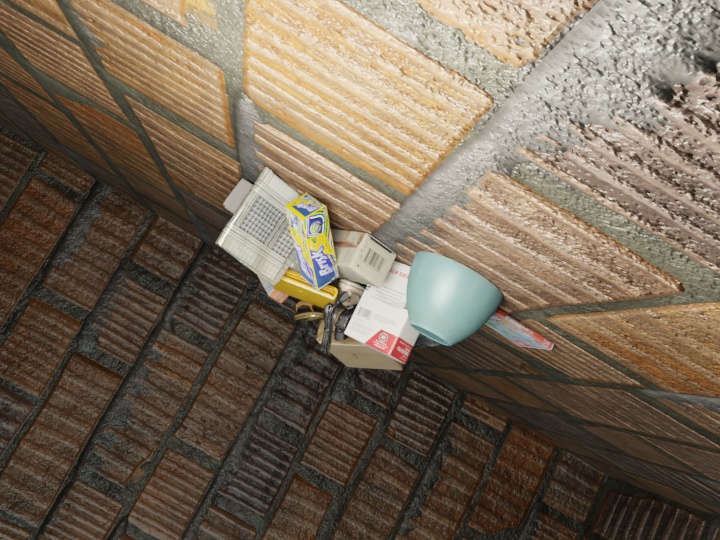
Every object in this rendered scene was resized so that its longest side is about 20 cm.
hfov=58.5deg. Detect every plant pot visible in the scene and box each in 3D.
[{"bbox_3d":[0.170,0.071,1.301,0.198,0.136,0.200,28,171,5],"label":"plant pot"}]

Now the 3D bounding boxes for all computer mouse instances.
[{"bbox_3d":[-0.036,0.099,1.510,0.046,0.143,0.199,23,-152,28],"label":"computer mouse"}]

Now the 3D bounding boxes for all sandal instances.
[{"bbox_3d":[-0.138,0.101,1.702,0.079,0.055,0.200,-2,-176,-8],"label":"sandal"}]

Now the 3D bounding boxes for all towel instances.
[{"bbox_3d":[-0.187,-0.086,1.365,0.034,0.194,0.200,27,171,43],"label":"towel"}]

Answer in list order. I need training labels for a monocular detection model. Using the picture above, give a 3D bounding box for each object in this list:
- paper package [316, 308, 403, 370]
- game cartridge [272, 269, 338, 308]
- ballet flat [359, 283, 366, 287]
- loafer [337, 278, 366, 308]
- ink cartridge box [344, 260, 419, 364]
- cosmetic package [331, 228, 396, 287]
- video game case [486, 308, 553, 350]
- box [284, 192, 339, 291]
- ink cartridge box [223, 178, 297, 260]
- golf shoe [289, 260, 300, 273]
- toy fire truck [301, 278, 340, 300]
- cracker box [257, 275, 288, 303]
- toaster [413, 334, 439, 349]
[{"bbox_3d":[0.011,0.187,1.740,0.188,0.105,0.200,1,153,25],"label":"paper package"},{"bbox_3d":[-0.137,0.045,1.558,0.174,0.033,0.200,21,169,2],"label":"game cartridge"},{"bbox_3d":[0.000,0.000,1.630,0.199,0.068,0.068,35,175,-26],"label":"ballet flat"},{"bbox_3d":[-0.021,0.066,1.590,0.071,0.064,0.200,21,175,9],"label":"loafer"},{"bbox_3d":[0.075,0.090,1.484,0.143,0.202,0.084,21,171,39],"label":"ink cartridge box"},{"bbox_3d":[-0.022,-0.033,1.467,0.103,0.088,0.199,33,169,-32],"label":"cosmetic package"},{"bbox_3d":[0.323,0.121,1.460,0.198,0.018,0.143,31,170,-12],"label":"video game case"},{"bbox_3d":[-0.101,-0.057,1.363,0.070,0.064,0.202,37,150,38],"label":"box"},{"bbox_3d":[-0.208,-0.117,1.503,0.199,0.086,0.146,35,177,43],"label":"ink cartridge box"},{"bbox_3d":[-0.115,-0.005,1.610,0.076,0.091,0.200,61,-172,24],"label":"golf shoe"},{"bbox_3d":[-0.049,0.053,1.795,0.174,0.131,0.199,4,-177,39],"label":"toy fire truck"},{"bbox_3d":[-0.222,-0.025,1.752,0.058,0.134,0.201,37,-169,-43],"label":"cracker box"},{"bbox_3d":[0.120,0.121,1.568,0.197,0.131,0.114,-16,152,20],"label":"toaster"}]
